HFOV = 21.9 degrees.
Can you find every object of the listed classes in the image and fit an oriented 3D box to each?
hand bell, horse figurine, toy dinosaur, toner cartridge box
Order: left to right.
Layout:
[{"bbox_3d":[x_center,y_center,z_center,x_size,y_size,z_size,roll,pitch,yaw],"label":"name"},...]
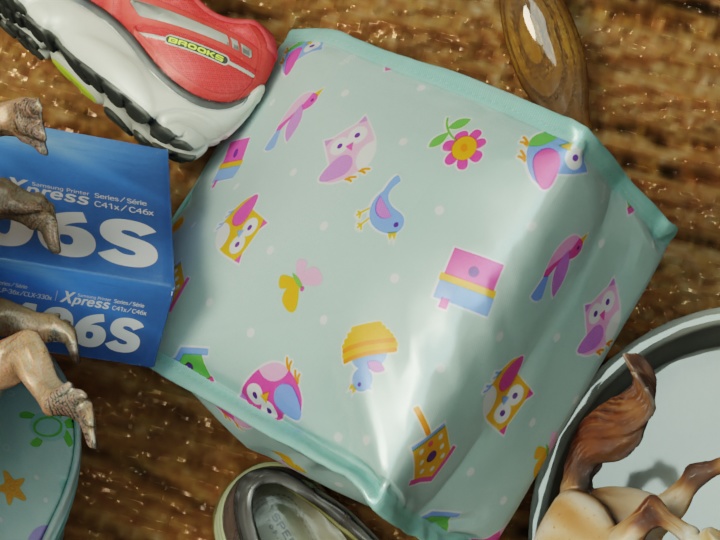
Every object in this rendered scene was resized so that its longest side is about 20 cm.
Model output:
[{"bbox_3d":[-0.165,0.012,0.626,0.134,0.086,0.202,-9,81,-10],"label":"toy dinosaur"},{"bbox_3d":[-0.173,-0.022,0.717,0.198,0.095,0.043,9,124,-16],"label":"toner cartridge box"},{"bbox_3d":[0.063,-0.155,0.815,0.103,0.104,0.202,-21,96,-2],"label":"hand bell"},{"bbox_3d":[0.102,0.138,0.723,0.050,0.132,0.202,8,76,-36],"label":"horse figurine"}]

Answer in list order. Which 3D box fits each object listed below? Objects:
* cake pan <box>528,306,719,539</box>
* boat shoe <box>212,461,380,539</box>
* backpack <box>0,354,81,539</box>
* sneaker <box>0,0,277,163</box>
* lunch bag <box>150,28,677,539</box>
[{"bbox_3d":[0.169,0.116,0.789,0.198,0.037,0.203,0,83,1],"label":"cake pan"},{"bbox_3d":[0.008,0.165,0.772,0.073,0.065,0.200,-42,85,-6],"label":"boat shoe"},{"bbox_3d":[-0.212,0.080,0.739,0.199,0.151,0.178,26,50,-3],"label":"backpack"},{"bbox_3d":[-0.116,-0.131,0.806,0.200,0.077,0.085,42,77,13],"label":"sneaker"},{"bbox_3d":[0.000,0.000,0.764,0.199,0.122,0.171,27,84,39],"label":"lunch bag"}]
